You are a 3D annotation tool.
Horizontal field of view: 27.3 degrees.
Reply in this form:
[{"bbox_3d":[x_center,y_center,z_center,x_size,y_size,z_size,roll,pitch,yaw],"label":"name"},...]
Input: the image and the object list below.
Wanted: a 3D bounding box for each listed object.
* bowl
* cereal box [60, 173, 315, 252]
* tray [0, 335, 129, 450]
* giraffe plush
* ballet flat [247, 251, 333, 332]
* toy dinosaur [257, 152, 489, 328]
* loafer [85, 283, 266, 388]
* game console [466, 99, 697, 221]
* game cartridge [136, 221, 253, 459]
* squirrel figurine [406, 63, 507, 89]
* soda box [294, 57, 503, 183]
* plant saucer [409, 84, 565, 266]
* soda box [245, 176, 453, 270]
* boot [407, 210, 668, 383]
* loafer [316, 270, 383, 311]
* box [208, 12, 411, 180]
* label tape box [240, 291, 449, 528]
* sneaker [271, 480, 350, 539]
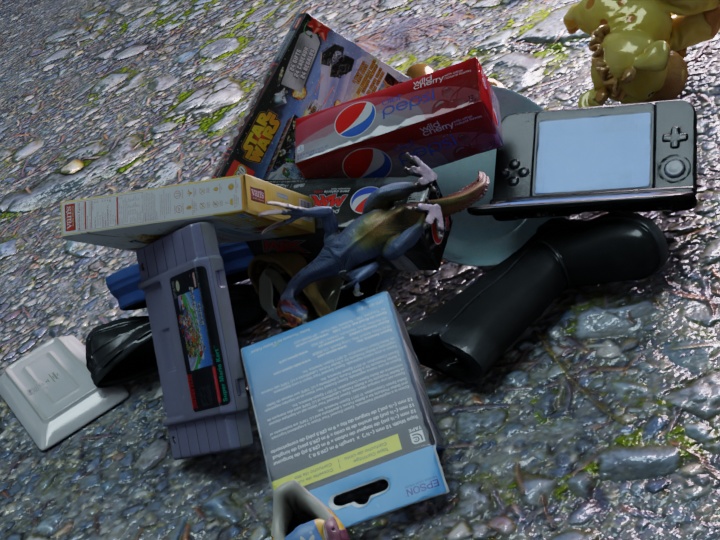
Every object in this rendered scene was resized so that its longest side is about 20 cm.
[{"bbox_3d":[-0.169,0.000,1.572,0.198,0.040,0.201,-16,-3,-1],"label":"bowl"},{"bbox_3d":[-0.160,-0.049,1.389,0.198,0.040,0.144,-7,-9,24],"label":"cereal box"},{"bbox_3d":[-0.328,0.122,1.597,0.107,0.022,0.200,-34,29,-15],"label":"tray"},{"bbox_3d":[0.305,-0.249,1.617,0.197,0.173,0.164,6,55,-4],"label":"giraffe plush"},{"bbox_3d":[-0.054,0.057,1.390,0.063,0.069,0.201,9,33,-37],"label":"ballet flat"},{"bbox_3d":[0.007,-0.011,1.337,0.181,0.199,0.106,-42,57,37],"label":"toy dinosaur"},{"bbox_3d":[-0.188,0.071,1.535,0.198,0.068,0.071,-18,48,2],"label":"loafer"},{"bbox_3d":[0.212,-0.107,1.399,0.198,0.117,0.178,-2,61,18],"label":"game console"},{"bbox_3d":[-0.152,0.066,1.341,0.038,0.203,0.129,-8,-6,-29],"label":"game cartridge"},{"bbox_3d":[0.083,-0.137,1.640,0.184,0.142,0.201,-4,46,14],"label":"squirrel figurine"},{"bbox_3d":[0.036,-0.136,1.457,0.198,0.070,0.064,-17,48,17],"label":"soda box"},{"bbox_3d":[0.118,-0.092,1.511,0.198,0.039,0.203,0,68,-1],"label":"plant saucer"},{"bbox_3d":[-0.015,-0.045,1.449,0.198,0.071,0.064,1,52,25],"label":"soda box"},{"bbox_3d":[0.158,0.024,1.324,0.199,0.066,0.164,-34,16,-30],"label":"boot"},{"bbox_3d":[0.000,0.000,1.508,0.069,0.076,0.201,18,57,32],"label":"loafer"},{"bbox_3d":[-0.052,-0.146,1.547,0.201,0.136,0.040,-61,19,-3],"label":"box"},{"bbox_3d":[-0.010,0.134,1.257,0.142,0.066,0.202,-21,55,5],"label":"label tape box"},{"bbox_3d":[-0.027,0.235,1.078,0.074,0.091,0.200,-27,30,-7],"label":"sneaker"}]
